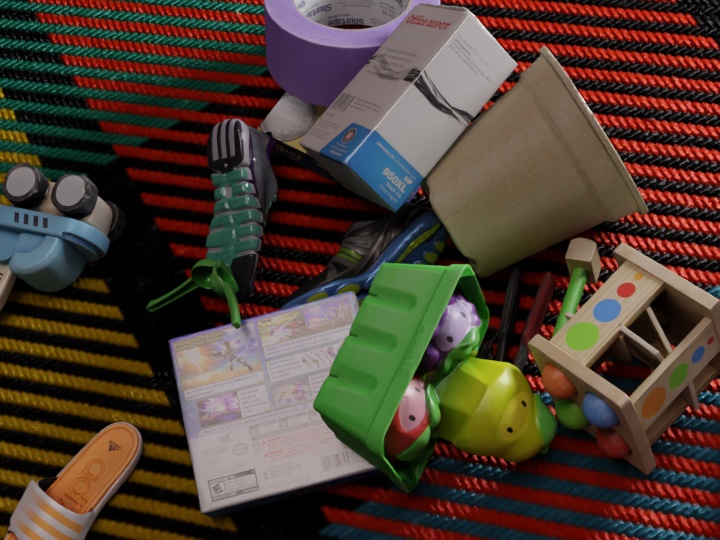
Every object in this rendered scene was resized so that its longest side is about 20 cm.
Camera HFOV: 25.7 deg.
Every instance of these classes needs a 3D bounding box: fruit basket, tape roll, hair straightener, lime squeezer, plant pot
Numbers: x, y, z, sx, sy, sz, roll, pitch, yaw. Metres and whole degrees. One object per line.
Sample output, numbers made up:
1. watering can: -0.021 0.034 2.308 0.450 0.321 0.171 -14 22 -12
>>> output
1. fruit basket: 0.085 0.112 1.495 0.214 0.156 0.217 -7 63 13
2. tape roll: -0.009 -0.274 1.779 0.198 0.085 0.201 0 44 0
3. hair straightener: 0.134 0.086 1.600 0.076 0.041 0.201 12 68 20
4. lime squeezer: -0.161 0.019 1.653 0.071 0.038 0.199 -41 25 -24
5. plant pot: 0.164 -0.096 1.620 0.183 0.200 0.201 -32 57 7

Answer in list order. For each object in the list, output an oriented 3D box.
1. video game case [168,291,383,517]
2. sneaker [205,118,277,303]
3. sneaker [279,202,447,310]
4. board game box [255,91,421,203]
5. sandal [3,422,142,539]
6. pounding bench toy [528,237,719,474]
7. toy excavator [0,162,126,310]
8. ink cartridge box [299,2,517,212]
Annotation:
1. video game case: -0.079 0.135 1.589 0.198 0.045 0.183 -14 74 4
2. sneaker: -0.117 -0.063 1.727 0.074 0.087 0.202 -4 83 38
3. sneaker: 0.000 0.000 1.670 0.199 0.071 0.083 -37 37 -6
4. board game box: 0.000 -0.161 1.775 0.199 0.035 0.136 28 70 26
5. sandal: -0.304 0.230 1.603 0.079 0.059 0.207 25 69 26
6. pounding bench toy: 0.233 0.073 1.523 0.156 0.125 0.200 -44 48 -12
7. toy excavator: -0.382 -0.009 1.751 0.193 0.100 0.202 10 71 20
8. ink cartridge box: 0.048 -0.172 1.628 0.200 0.084 0.145 -50 24 -4
